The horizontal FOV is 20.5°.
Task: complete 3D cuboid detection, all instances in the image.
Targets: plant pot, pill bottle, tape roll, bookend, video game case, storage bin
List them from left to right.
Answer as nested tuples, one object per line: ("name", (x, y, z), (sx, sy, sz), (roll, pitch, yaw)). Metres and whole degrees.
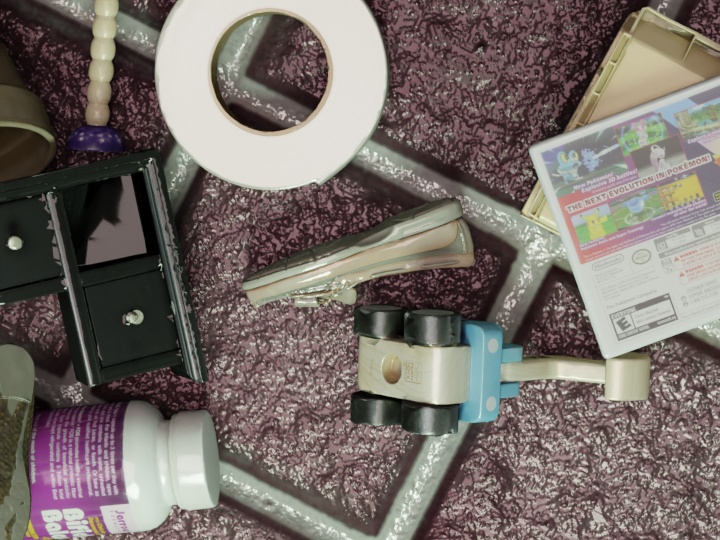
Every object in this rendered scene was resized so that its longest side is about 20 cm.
("plant pot", (-0.368, -0.156, 1.657), (0.199, 0.200, 0.174), (-19, 75, 6))
("bookend", (-0.249, 0.015, 1.660), (0.199, 0.092, 0.200), (-13, 95, -16))
("pill bottle", (-0.223, 0.169, 1.692), (0.199, 0.112, 0.113), (-6, 94, 6))
("tape roll", (-0.075, -0.167, 1.694), (0.202, 0.037, 0.204), (0, 93, 5))
("video game case", (0.257, -0.048, 1.590), (0.199, 0.023, 0.183), (-20, 93, 6))
("storage bin", (0.266, -0.085, 1.645), (0.199, 0.094, 0.199), (28, 95, 2))

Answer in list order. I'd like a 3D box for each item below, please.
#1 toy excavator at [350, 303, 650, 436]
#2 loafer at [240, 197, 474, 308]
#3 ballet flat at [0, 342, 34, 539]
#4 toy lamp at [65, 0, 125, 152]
("toy excavator", (0.116, 0.080, 1.670), (0.194, 0.199, 0.100), (7, 97, 48))
("loafer", (0.000, 0.000, 1.686), (0.199, 0.072, 0.063), (-21, 99, 3))
("ballet flat", (-0.301, 0.158, 1.626), (0.067, 0.046, 0.201), (9, 79, -22))
("toy lamp", (-0.217, -0.202, 1.693), (0.058, 0.058, 0.201), (4, 95, 4))
